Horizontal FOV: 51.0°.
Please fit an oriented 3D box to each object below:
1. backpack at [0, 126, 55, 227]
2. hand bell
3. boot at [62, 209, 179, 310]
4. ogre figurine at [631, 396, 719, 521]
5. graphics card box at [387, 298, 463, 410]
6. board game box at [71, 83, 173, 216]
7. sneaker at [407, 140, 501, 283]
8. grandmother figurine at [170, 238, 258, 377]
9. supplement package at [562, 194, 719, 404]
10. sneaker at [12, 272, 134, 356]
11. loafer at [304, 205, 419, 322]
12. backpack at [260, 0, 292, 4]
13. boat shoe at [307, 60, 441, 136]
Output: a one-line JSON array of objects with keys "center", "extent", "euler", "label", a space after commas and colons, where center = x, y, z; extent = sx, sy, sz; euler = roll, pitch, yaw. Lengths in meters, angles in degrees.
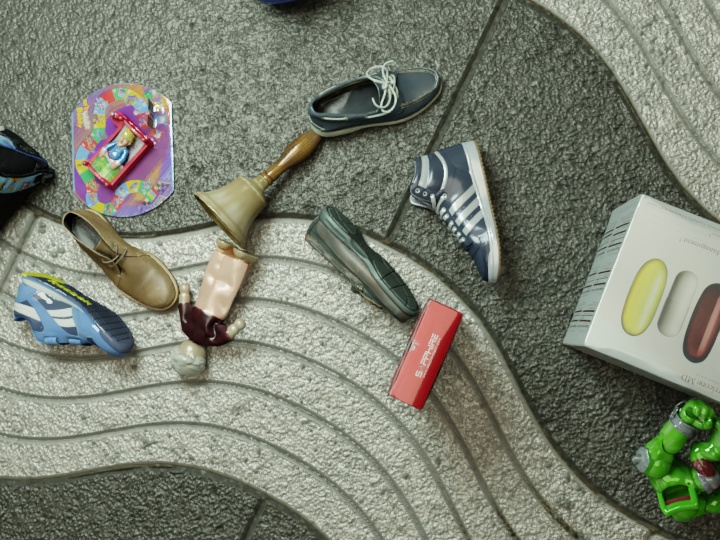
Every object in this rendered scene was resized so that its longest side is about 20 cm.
[{"center": [-0.560, -0.130, 1.047], "extent": [0.134, 0.200, 0.183], "euler": [42, 92, 6], "label": "backpack"}, {"center": [-0.128, -0.136, 1.072], "extent": [0.200, 0.104, 0.104], "euler": [-44, 84, -9], "label": "hand bell"}, {"center": [-0.348, -0.013, 1.082], "extent": [0.200, 0.075, 0.074], "euler": [40, 89, 3], "label": "boot"}, {"center": [0.429, 0.255, 0.969], "extent": [0.120, 0.200, 0.098], "euler": [-32, 45, 16], "label": "ogre figurine"}, {"center": [0.086, 0.104, 0.969], "extent": [0.051, 0.200, 0.126], "euler": [23, 88, 7], "label": "graphics card box"}, {"center": [-0.358, -0.181, 1.109], "extent": [0.157, 0.039, 0.202], "euler": [-2, 86, 6], "label": "board game box"}, {"center": [0.127, -0.074, 1.039], "extent": [0.108, 0.070, 0.202], "euler": [-10, 79, 0], "label": "sneaker"}, {"center": [-0.213, 0.061, 1.077], "extent": [0.121, 0.060, 0.201], "euler": [27, 93, 34], "label": "grandmother figurine"}, {"center": [0.394, 0.039, 0.968], "extent": [0.190, 0.147, 0.201], "euler": [22, 88, 6], "label": "supplement package"}, {"center": [-0.415, 0.078, 1.088], "extent": [0.199, 0.074, 0.083], "euler": [29, 92, 14], "label": "sneaker"}, {"center": [0.000, 0.000, 1.059], "extent": [0.063, 0.072, 0.200], "euler": [-45, 76, 22], "label": "loafer"}, {"center": [-0.113, -0.478, 1.047], "extent": [0.182, 0.147, 0.201], "euler": [-23, 81, 3], "label": "backpack"}, {"center": [0.021, -0.246, 1.059], "extent": [0.199, 0.062, 0.075], "euler": [-13, 79, -2], "label": "boat shoe"}]
